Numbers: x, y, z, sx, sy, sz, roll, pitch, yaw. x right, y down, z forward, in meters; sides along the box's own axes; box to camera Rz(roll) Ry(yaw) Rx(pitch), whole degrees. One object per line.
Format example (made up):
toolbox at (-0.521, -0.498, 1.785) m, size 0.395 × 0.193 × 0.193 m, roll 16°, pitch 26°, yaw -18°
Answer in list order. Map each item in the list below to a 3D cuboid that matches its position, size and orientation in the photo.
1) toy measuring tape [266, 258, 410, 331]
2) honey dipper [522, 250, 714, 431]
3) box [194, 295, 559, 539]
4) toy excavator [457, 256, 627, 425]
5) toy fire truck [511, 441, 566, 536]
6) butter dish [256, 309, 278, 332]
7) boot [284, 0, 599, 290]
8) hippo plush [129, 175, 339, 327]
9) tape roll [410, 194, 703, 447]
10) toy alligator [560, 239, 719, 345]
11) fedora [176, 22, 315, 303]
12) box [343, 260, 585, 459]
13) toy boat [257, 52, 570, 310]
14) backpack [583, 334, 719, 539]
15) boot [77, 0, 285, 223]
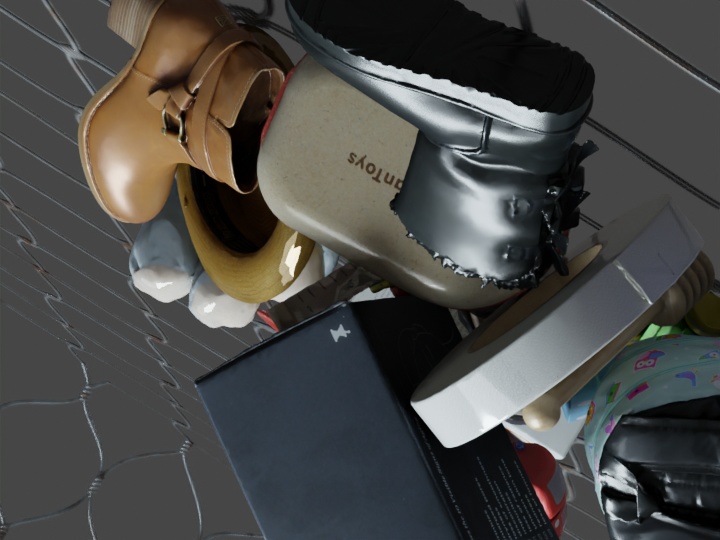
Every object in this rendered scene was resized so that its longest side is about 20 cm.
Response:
toy measuring tape at (0.000, 0.000, 1.686) m, size 0.073 × 0.200 × 0.074 m, roll 27°, pitch 133°, yaw 33°
honey dipper at (0.153, 0.044, 1.528) m, size 0.038 × 0.200 × 0.038 m, roll 20°, pitch 128°, yaw 28°
box at (0.016, 0.128, 1.621) m, size 0.201 × 0.123 × 0.196 m, roll 65°, pitch -165°, yaw 7°
toy excavator at (0.181, 0.053, 1.733) m, size 0.100 × 0.199 × 0.195 m, roll 73°, pitch 179°, yaw -75°
toy fire truck at (0.044, 0.124, 1.781) m, size 0.199 × 0.049 × 0.142 m, roll 3°, pitch 127°, yaw 15°
butter dish at (0.002, 0.145, 1.930) m, size 0.199 × 0.148 × 0.200 m, roll 28°, pitch 174°, yaw 41°
boot at (0.043, -0.080, 1.444) m, size 0.197 × 0.074 × 0.163 m, roll 23°, pitch 145°, yaw 11°
hippo plush at (-0.098, -0.032, 1.881) m, size 0.200 × 0.160 × 0.161 m, roll 35°, pitch 173°, yaw 14°
tape roll at (0.117, 0.029, 1.515) m, size 0.037 × 0.203 × 0.203 m, roll 51°, pitch 167°, yaw -3°
toy alligator at (0.178, 0.009, 1.644) m, size 0.199 × 0.054 × 0.059 m, roll 34°, pitch 136°, yaw 3°
fedora at (-0.054, -0.074, 1.719) m, size 0.081 × 0.202 × 0.200 m, roll -4°, pitch -171°, yaw -31°
box at (0.081, 0.049, 1.923) m, size 0.199 × 0.098 × 0.124 m, roll 33°, pitch 173°, yaw -9°
toy boat at (0.042, -0.063, 1.589) m, size 0.199 × 0.131 × 0.131 m, roll 30°, pitch -161°, yaw 11°
backpack at (0.237, 0.115, 1.551) m, size 0.199 × 0.168 × 0.127 m, roll 3°, pitch -160°, yaw 0°
boot at (-0.115, -0.088, 1.673) m, size 0.155 × 0.073 × 0.201 m, roll 39°, pitch 136°, yaw 38°
